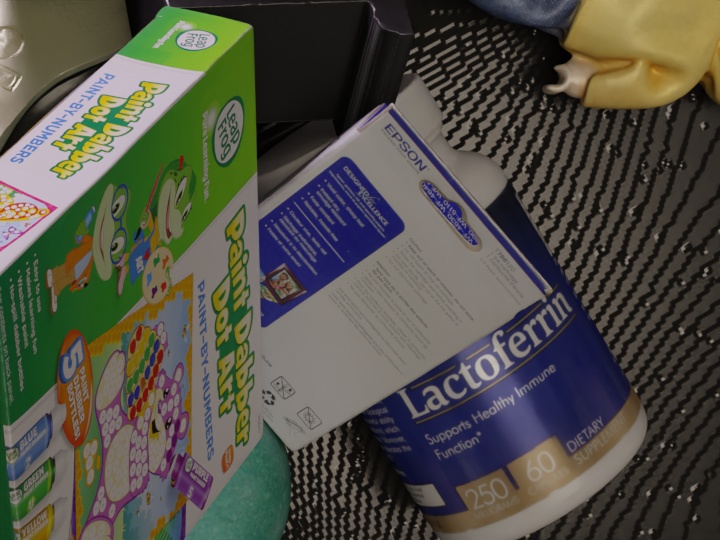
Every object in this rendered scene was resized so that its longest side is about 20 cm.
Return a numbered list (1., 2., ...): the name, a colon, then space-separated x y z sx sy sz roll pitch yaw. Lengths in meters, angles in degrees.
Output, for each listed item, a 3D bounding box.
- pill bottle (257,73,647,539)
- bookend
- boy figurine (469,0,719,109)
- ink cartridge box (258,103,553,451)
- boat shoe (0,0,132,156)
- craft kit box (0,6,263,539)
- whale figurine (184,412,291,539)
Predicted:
1. pill bottle: 0.037 0.017 1.080 0.116 0.116 0.200 -34 101 -9
2. bookend: -0.098 -0.141 0.992 0.198 0.092 0.201 -4 55 -15
3. boy figurine: 0.134 -0.134 1.119 0.199 0.064 0.125 19 89 -15
4. ink cartridge box: 0.000 0.000 0.979 0.100 0.200 0.039 50 51 -5
5. boat shoe: -0.147 -0.085 1.058 0.074 0.063 0.202 32 71 21
6. craft kit box: -0.097 0.033 0.884 0.048 0.198 0.201 12 126 17
7. whale figurine: -0.124 0.115 1.052 0.199 0.104 0.160 -28 101 -12
